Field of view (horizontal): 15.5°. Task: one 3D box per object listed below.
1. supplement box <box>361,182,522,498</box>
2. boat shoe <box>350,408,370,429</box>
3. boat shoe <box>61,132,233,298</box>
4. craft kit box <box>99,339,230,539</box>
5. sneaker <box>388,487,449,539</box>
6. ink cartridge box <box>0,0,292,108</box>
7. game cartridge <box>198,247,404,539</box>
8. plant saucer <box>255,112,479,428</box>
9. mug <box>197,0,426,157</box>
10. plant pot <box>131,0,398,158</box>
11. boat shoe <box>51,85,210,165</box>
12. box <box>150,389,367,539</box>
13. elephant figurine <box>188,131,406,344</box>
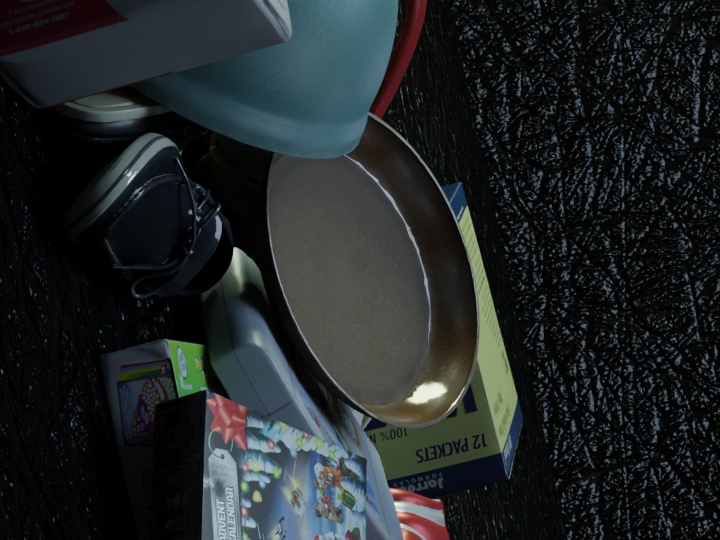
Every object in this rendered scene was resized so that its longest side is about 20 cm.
[{"bbox_3d":[0.032,0.057,2.017,0.200,0.133,0.201,-55,131,-78],"label":"supplement box"},{"bbox_3d":[-0.010,0.073,1.891,0.075,0.086,0.203,-1,77,-81],"label":"boat shoe"},{"bbox_3d":[-0.109,-0.025,1.439,0.062,0.075,0.200,44,-1,11],"label":"boat shoe"},{"bbox_3d":[-0.082,0.141,1.487,0.200,0.048,0.199,22,58,-79],"label":"craft kit box"},{"bbox_3d":[0.036,0.221,1.693,0.201,0.071,0.113,79,-2,-48],"label":"sneaker"},{"bbox_3d":[-0.128,-0.203,1.371,0.086,0.147,0.201,44,33,-67],"label":"ink cartridge box"},{"bbox_3d":[-0.031,0.093,1.549,0.200,0.041,0.133,58,4,-31],"label":"game cartridge"},{"bbox_3d":[0.000,0.000,1.580,0.200,0.032,0.201,28,53,-43],"label":"plant saucer"},{"bbox_3d":[-0.050,-0.146,1.756,0.133,0.177,0.201,-15,98,-43],"label":"mug"},{"bbox_3d":[-0.059,-0.174,1.474,0.135,0.199,0.201,-61,-172,22],"label":"plant pot"},{"bbox_3d":[-0.123,-0.087,1.492,0.199,0.074,0.067,-50,156,-69],"label":"boat shoe"},{"bbox_3d":[-0.052,0.177,1.374,0.137,0.040,0.201,26,56,-46],"label":"box"},{"bbox_3d":[-0.052,-0.045,1.668,0.141,0.155,0.201,-14,84,-40],"label":"elephant figurine"}]
